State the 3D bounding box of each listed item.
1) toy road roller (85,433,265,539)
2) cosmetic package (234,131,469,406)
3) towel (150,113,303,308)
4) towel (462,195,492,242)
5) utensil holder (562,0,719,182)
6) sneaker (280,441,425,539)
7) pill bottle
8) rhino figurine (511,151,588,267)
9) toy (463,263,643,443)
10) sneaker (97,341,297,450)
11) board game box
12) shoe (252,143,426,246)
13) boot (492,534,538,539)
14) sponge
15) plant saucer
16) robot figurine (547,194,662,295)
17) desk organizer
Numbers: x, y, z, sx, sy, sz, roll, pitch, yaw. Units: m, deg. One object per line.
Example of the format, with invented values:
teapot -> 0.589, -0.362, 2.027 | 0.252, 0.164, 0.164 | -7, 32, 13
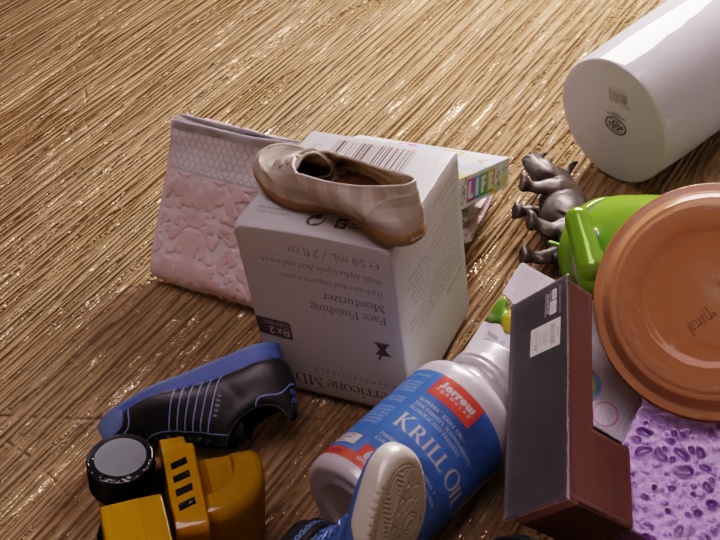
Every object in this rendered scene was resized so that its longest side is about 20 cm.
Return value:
toy road roller -> -0.140, 0.223, 0.837 | 0.143, 0.124, 0.201 | -8, 37, -15
cosmetic package -> 0.000, 0.000, 1.005 | 0.162, 0.202, 0.166 | 10, 42, 24
towel -> -0.144, -0.063, 1.142 | 0.197, 0.194, 0.032 | 15, 12, 29
towel -> 0.046, -0.083, 1.180 | 0.196, 0.033, 0.191 | 4, 23, 15
utensil holder -> 0.362, -0.220, 1.219 | 0.199, 0.172, 0.169 | -35, 44, -23
sneaker -> -0.018, 0.204, 0.771 | 0.110, 0.203, 0.076 | 24, 31, 36
pill bottle -> 0.060, 0.148, 0.882 | 0.111, 0.114, 0.199 | 25, 50, 36
rhino figurine -> 0.216, -0.074, 1.155 | 0.086, 0.060, 0.202 | 10, 39, -5
toy -> 0.207, 0.088, 0.962 | 0.198, 0.047, 0.116 | 30, 65, 17
sneaker -> -0.154, 0.140, 0.979 | 0.198, 0.070, 0.079 | -25, 71, 7
board game box -> 0.044, -0.107, 1.120 | 0.197, 0.035, 0.134 | 12, 22, 31
shoe -> -0.021, -0.082, 0.904 | 0.198, 0.054, 0.070 | 25, 49, 36
boot -> 0.090, 0.253, 0.706 | 0.198, 0.067, 0.164 | 3, 23, -44
sponge -> 0.282, 0.146, 0.865 | 0.110, 0.030, 0.201 | 18, 60, 31
plant saucer -> 0.294, 0.024, 0.864 | 0.197, 0.032, 0.204 | -5, 76, 21
robot figurine -> 0.272, -0.013, 0.988 | 0.174, 0.118, 0.199 | 18, -5, -32
desk organizer -> 0.172, 0.115, 0.853 | 0.071, 0.076, 0.203 | -34, 38, 44
